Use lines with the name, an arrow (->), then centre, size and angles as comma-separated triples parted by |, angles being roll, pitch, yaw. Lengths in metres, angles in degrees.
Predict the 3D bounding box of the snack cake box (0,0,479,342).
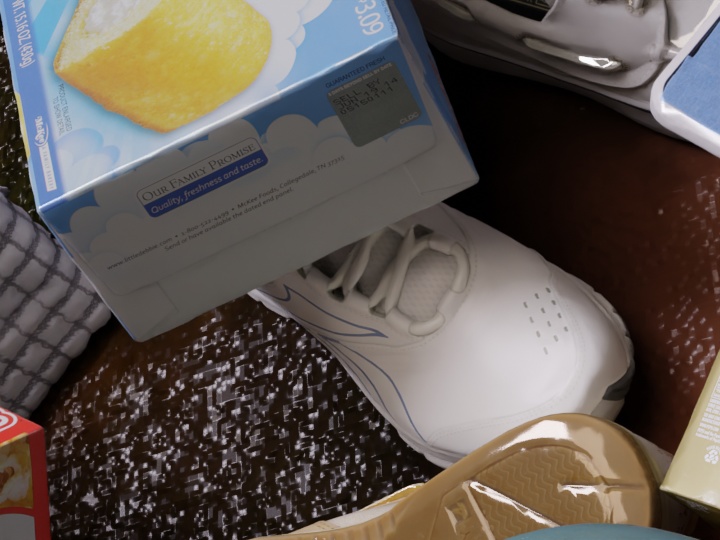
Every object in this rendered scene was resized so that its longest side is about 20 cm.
snack cake box -> -0.048, -0.087, 0.732 | 0.114, 0.067, 0.201 | -26, 45, 8

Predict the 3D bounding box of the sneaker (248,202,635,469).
sneaker -> 0.000, 0.000, 0.745 | 0.200, 0.087, 0.075 | 30, 84, 39

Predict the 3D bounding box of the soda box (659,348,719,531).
soda box -> 0.181, 0.066, 0.600 | 0.199, 0.068, 0.064 | 19, 79, 39

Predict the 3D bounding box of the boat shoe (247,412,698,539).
boat shoe -> 0.013, 0.102, 0.697 | 0.199, 0.069, 0.074 | -26, 71, 28

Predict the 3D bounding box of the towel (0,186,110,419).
towel -> -0.209, 0.029, 0.824 | 0.200, 0.165, 0.086 | -53, 42, 0

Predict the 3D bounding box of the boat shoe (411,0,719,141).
boat shoe -> 0.083, -0.093, 0.747 | 0.199, 0.066, 0.072 | 22, 81, 40

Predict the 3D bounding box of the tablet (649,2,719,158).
tablet -> 0.193, -0.047, 0.651 | 0.200, 0.014, 0.130 | 34, 76, 29

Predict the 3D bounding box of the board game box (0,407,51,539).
board game box -> -0.158, 0.122, 0.742 | 0.151, 0.046, 0.201 | 21, 121, 39

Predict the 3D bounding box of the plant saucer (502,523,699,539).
plant saucer -> 0.045, 0.159, 0.589 | 0.199, 0.027, 0.202 | -14, 64, 31
